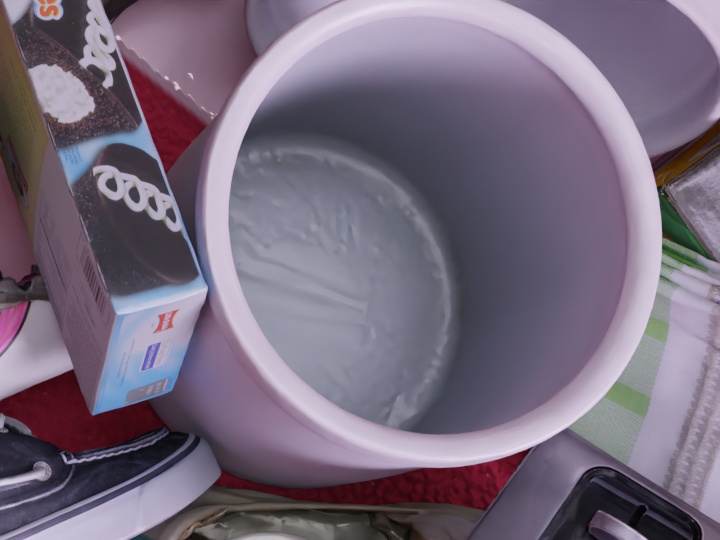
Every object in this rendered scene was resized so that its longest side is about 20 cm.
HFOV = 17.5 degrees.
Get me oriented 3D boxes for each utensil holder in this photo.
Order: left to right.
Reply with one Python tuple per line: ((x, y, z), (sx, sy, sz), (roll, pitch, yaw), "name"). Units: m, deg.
((0.000, 0.000, 0.902), (0.169, 0.200, 0.171), (3, 79, -16), "utensil holder")

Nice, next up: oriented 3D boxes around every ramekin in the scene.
((0.059, -0.130, 0.949), (0.199, 0.200, 0.106), (17, 67, -13), "ramekin")

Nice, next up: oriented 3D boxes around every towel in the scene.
((0.164, 0.081, 0.931), (0.199, 0.150, 0.031), (26, 36, 23), "towel")

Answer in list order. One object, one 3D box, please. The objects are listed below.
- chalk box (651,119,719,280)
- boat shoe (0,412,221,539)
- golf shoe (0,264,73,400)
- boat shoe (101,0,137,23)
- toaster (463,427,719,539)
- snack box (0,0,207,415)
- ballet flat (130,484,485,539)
((0.203, 0.025, 1.001), (0.124, 0.124, 0.201), (-36, 93, -20), "chalk box")
((-0.139, 0.084, 0.865), (0.199, 0.072, 0.068), (-20, 89, -37), "boat shoe")
((-0.181, 0.054, 0.910), (0.199, 0.073, 0.093), (-17, 92, -10), "golf shoe")
((-0.066, -0.158, 0.979), (0.059, 0.072, 0.200), (39, 66, -4), "boat shoe")
((0.121, 0.169, 0.877), (0.180, 0.200, 0.119), (32, 75, 19), "toaster")
((-0.110, -0.059, 0.851), (0.037, 0.116, 0.201), (-17, 74, -16), "snack box")
((0.001, 0.124, 0.952), (0.198, 0.069, 0.070), (6, 79, -16), "ballet flat")
